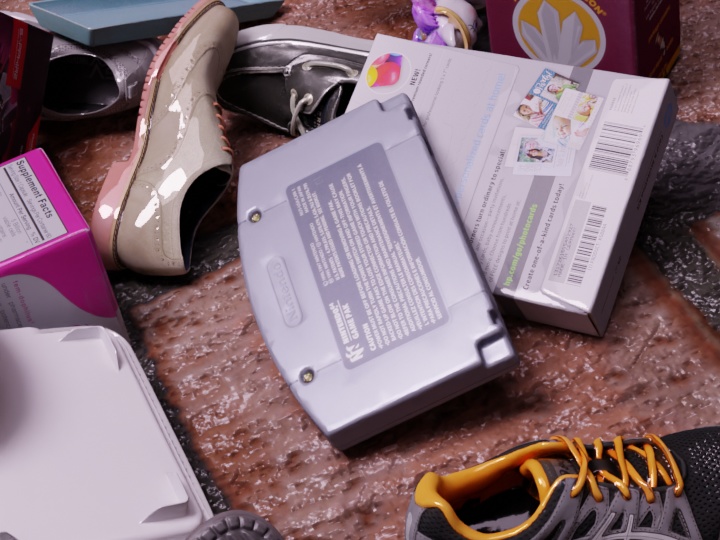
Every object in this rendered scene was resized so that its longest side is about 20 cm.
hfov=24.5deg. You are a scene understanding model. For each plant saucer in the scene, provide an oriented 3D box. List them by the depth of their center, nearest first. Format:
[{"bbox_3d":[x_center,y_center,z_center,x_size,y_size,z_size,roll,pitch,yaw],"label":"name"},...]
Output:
[{"bbox_3d":[-0.146,-0.191,1.216,0.070,0.019,0.199,24,27,34],"label":"plant saucer"}]

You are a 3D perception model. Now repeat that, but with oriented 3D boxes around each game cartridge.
[{"bbox_3d":[0.000,0.000,0.962,0.132,0.042,0.201,-28,55,11],"label":"game cartridge"}]

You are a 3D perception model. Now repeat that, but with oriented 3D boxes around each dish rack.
[{"bbox_3d":[-0.173,0.097,0.886,0.170,0.044,0.200,-6,40,-28],"label":"dish rack"}]

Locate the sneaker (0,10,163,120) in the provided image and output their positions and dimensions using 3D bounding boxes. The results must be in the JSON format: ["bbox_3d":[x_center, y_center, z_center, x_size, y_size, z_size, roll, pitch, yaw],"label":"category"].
[{"bbox_3d":[-0.239,-0.144,1.185,0.198,0.076,0.082,-2,18,11],"label":"sneaker"}]

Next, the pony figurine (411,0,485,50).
[{"bbox_3d":[0.057,-0.246,1.174,0.166,0.193,0.201,-21,28,45],"label":"pony figurine"}]

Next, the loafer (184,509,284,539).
[{"bbox_3d":[-0.111,0.202,0.801,0.200,0.071,0.073,-39,84,-16],"label":"loafer"}]

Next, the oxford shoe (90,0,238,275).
[{"bbox_3d":[-0.109,-0.085,1.087,0.073,0.071,0.202,13,73,17],"label":"oxford shoe"}]

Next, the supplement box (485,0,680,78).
[{"bbox_3d":[0.143,-0.209,1.082,0.109,0.201,0.086,13,47,26],"label":"supplement box"}]

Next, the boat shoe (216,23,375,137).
[{"bbox_3d":[-0.022,-0.120,1.124,0.198,0.071,0.064,4,42,16],"label":"boat shoe"}]

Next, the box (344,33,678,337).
[{"bbox_3d":[0.075,-0.056,1.009,0.198,0.041,0.157,13,71,25],"label":"box"}]

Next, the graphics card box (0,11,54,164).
[{"bbox_3d":[-0.263,-0.110,1.050,0.050,0.200,0.127,10,89,15],"label":"graphics card box"}]

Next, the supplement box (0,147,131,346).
[{"bbox_3d":[-0.253,0.026,0.995,0.198,0.102,0.104,-23,42,-13],"label":"supplement box"}]

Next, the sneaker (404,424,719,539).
[{"bbox_3d":[0.113,0.116,0.822,0.198,0.078,0.078,-18,40,-8],"label":"sneaker"}]
